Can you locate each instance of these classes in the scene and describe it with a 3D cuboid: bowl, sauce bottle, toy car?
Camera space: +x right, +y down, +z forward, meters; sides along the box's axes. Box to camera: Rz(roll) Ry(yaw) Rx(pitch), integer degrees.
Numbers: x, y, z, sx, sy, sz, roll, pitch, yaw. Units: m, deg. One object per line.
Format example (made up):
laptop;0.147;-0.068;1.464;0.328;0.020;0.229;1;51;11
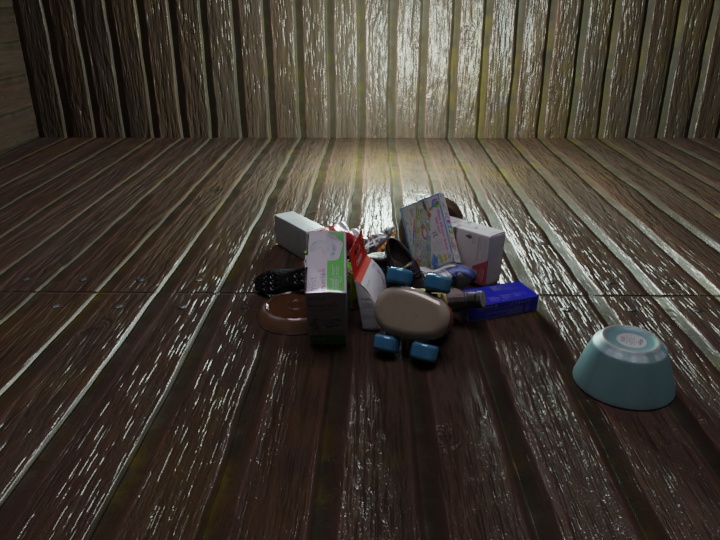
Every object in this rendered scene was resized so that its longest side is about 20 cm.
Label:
bowl;0.541;0.183;1.287;0.199;0.106;0.201;-1;24;0
sauce bottle;0.204;0.072;1.539;0.198;0.067;0.066;-6;18;31
toy car;0.140;0.104;1.451;0.175;0.186;0.200;10;-4;24

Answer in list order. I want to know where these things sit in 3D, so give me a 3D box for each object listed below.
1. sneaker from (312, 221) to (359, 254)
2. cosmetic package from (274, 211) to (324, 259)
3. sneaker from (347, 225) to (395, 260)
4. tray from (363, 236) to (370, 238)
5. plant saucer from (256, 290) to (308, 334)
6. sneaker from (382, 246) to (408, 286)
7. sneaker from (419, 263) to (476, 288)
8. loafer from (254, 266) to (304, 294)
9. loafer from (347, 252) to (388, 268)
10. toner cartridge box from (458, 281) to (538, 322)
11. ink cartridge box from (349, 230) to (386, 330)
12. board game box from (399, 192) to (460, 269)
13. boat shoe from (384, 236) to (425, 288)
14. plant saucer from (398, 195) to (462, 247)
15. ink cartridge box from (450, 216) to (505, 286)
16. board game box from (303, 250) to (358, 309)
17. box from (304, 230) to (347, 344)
sneaker;-0.068;-0.072;1.720;0.115;0.079;0.200;-17;19;-17
cosmetic package;-0.189;-0.108;1.965;0.074;0.103;0.200;-15;29;-32
sneaker;0.027;-0.067;1.794;0.077;0.078;0.200;41;65;7
tray;-0.059;-0.049;1.830;0.199;0.108;0.022;-20;65;-38
plant saucer;-0.161;0.098;1.578;0.198;0.035;0.201;-1;24;0
sneaker;0.089;-0.003;1.752;0.075;0.079;0.200;20;31;9
sneaker;0.208;0.034;1.686;0.198;0.076;0.088;-4;30;15
loafer;-0.191;0.029;1.676;0.199;0.069;0.070;-9;-13;27
loafer;0.000;0.000;1.690;0.199;0.072;0.073;-13;4;44
toner cartridge box;0.341;0.077;1.605;0.198;0.044;0.095;-8;24;-17
ink cartridge box;0.024;0.020;1.541;0.056;0.202;0.163;-1;23;12
board game box;0.193;-0.099;1.770;0.134;0.202;0.034;-19;-12;34
boat shoe;0.119;0.000;1.638;0.072;0.201;0.065;-29;-19;4
plant saucer;0.212;-0.124;1.874;0.198;0.202;0.030;-4;31;-9
ink cartridge box;0.297;-0.057;1.780;0.082;0.148;0.199;-16;27;-42
board game box;-0.071;0.019;1.669;0.047;0.103;0.199;-19;30;-39
box;-0.078;0.038;1.460;0.096;0.177;0.201;0;44;-1
